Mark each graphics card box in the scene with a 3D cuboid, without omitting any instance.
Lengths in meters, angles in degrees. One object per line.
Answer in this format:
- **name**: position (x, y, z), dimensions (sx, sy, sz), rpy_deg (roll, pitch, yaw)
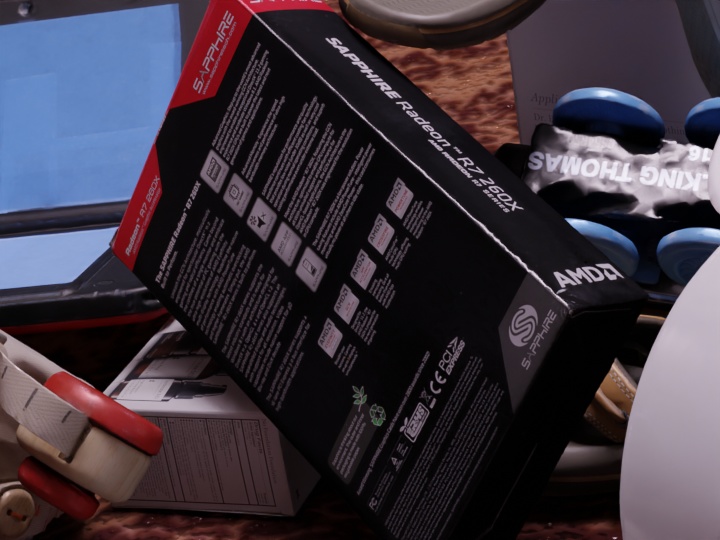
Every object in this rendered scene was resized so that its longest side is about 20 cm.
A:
- **graphics card box**: position (0.000, 0.000, 0.830), dimensions (0.051, 0.126, 0.200), rpy_deg (-5, 40, -46)

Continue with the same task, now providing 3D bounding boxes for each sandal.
- **sandal**: position (0.106, 0.048, 0.845), dimensions (0.199, 0.055, 0.082), rpy_deg (9, 30, 35)
- **sandal**: position (0.058, -0.151, 0.887), dimensions (0.081, 0.055, 0.200), rpy_deg (20, 48, 36)

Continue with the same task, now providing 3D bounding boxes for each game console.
- **game console**: position (-0.164, -0.048, 1.011), dimensions (0.198, 0.120, 0.172), rpy_deg (-6, 15, 14)

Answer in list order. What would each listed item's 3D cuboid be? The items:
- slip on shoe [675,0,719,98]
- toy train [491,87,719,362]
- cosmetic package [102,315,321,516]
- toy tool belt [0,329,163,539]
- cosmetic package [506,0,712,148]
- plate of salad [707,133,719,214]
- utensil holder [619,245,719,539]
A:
- **slip on shoe**: position (0.162, -0.106, 0.916), dimensions (0.061, 0.201, 0.074), rpy_deg (-28, 35, -3)
- **toy train**: position (0.147, -0.011, 0.902), dimensions (0.198, 0.114, 0.087), rpy_deg (8, 65, 17)
- **cosmetic package**: position (-0.032, 0.029, 0.959), dimensions (0.082, 0.051, 0.200), rpy_deg (2, 26, 20)
- **toy tool belt**: position (-0.158, 0.080, 0.846), dimensions (0.199, 0.125, 0.124), rpy_deg (23, 81, 51)
- **cosmetic package**: position (0.165, -0.138, 1.074), dimensions (0.122, 0.202, 0.199), rpy_deg (9, 29, 34)
- **plate of salad**: position (0.187, -0.077, 0.680), dimensions (0.200, 0.048, 0.200), rpy_deg (-41, 13, 12)
- **utensil holder**: position (0.198, 0.071, 0.648), dimensions (0.169, 0.171, 0.199), rpy_deg (-25, 27, -32)
